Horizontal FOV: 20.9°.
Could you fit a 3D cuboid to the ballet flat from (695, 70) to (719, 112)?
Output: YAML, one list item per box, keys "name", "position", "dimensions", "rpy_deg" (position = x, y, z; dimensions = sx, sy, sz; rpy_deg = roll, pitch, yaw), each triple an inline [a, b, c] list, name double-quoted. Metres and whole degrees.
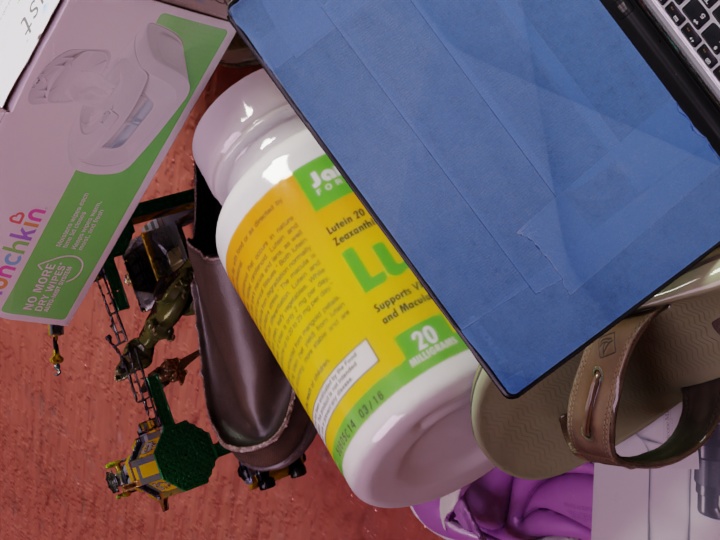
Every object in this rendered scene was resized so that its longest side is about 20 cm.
- name: "ballet flat"
  position: [0.123, -0.071, 0.822]
  dimensions: [0.062, 0.068, 0.200]
  rpy_deg: [40, 158, -25]

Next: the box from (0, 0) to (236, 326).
- name: "box"
  position: [-0.167, -0.108, 0.995]
  dimensions: [0.201, 0.096, 0.177]
  rpy_deg: [-57, 40, 27]

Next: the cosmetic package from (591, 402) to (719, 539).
- name: "cosmetic package"
  position: [0.182, 0.069, 0.797]
  dimensions: [0.199, 0.051, 0.152]
  rpy_deg: [3, 94, 51]

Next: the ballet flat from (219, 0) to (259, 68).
- name: "ballet flat"
  position: [-0.046, -0.131, 0.971]
  dimensions: [0.199, 0.071, 0.071]
  rpy_deg: [1, 117, 52]

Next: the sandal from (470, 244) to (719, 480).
- name: "sandal"
  position: [0.114, 0.043, 0.769]
  dimensions: [0.080, 0.058, 0.201]
  rpy_deg: [32, 142, -25]

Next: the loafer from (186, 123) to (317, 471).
- name: "loafer"
  position: [-0.065, 0.004, 1.022]
  dimensions: [0.073, 0.071, 0.202]
  rpy_deg: [-10, 81, 31]

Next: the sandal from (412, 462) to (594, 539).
- name: "sandal"
  position: [0.077, 0.117, 1.008]
  dimensions: [0.202, 0.050, 0.083]
  rpy_deg: [-11, 107, 54]

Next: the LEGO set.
- name: "LEGO set"
  position: [-0.110, 0.040, 1.116]
  dimensions: [0.116, 0.153, 0.201]
  rpy_deg: [-24, 93, 56]

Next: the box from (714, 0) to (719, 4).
- name: "box"
  position: [0.196, -0.123, 0.671]
  dimensions: [0.200, 0.060, 0.117]
  rpy_deg: [37, 141, 29]

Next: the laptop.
- name: "laptop"
  position: [0.080, -0.090, 0.687]
  dimensions: [0.188, 0.116, 0.200]
  rpy_deg: [53, 147, 5]

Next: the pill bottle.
- name: "pill bottle"
  position: [0.000, 0.000, 0.914]
  dimensions: [0.201, 0.110, 0.111]
  rpy_deg: [58, 150, 27]
